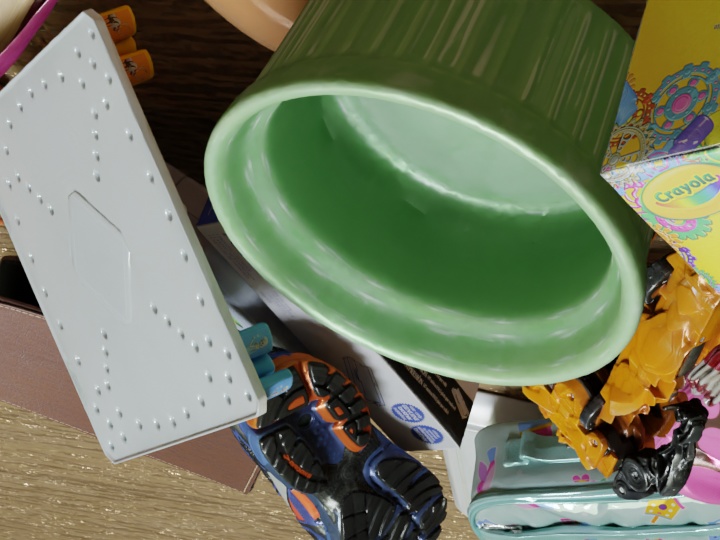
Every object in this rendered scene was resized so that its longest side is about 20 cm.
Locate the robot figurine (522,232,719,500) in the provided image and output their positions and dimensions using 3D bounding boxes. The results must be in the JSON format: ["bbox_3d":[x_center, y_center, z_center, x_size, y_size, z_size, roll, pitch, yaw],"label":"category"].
[{"bbox_3d":[0.138,0.026,0.927,0.145,0.058,0.201,52,149,26],"label":"robot figurine"}]

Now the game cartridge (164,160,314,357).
[{"bbox_3d":[-0.106,-0.025,1.011,0.200,0.041,0.134,29,162,45],"label":"game cartridge"}]

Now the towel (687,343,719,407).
[{"bbox_3d":[0.225,-0.023,0.772,0.023,0.144,0.200,47,147,5],"label":"towel"}]

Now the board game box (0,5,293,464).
[{"bbox_3d":[-0.121,-0.011,0.924,0.200,0.026,0.201,-24,90,59],"label":"board game box"}]

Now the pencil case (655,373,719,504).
[{"bbox_3d":[0.213,0.062,0.995,0.093,0.091,0.200,-12,156,-17],"label":"pencil case"}]

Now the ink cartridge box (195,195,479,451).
[{"bbox_3d":[0.000,0.000,0.951,0.044,0.094,0.200,-7,140,35],"label":"ink cartridge box"}]

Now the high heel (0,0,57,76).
[{"bbox_3d":[-0.158,-0.140,0.854,0.067,0.097,0.200,26,152,-13],"label":"high heel"}]

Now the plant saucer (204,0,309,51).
[{"bbox_3d":[-0.006,-0.144,0.822,0.199,0.033,0.201,15,151,9],"label":"plant saucer"}]

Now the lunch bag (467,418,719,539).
[{"bbox_3d":[0.168,0.152,1.168,0.199,0.078,0.161,-8,145,23],"label":"lunch bag"}]

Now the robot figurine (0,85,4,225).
[{"bbox_3d":[-0.280,-0.070,1.039,0.116,0.144,0.200,23,158,31],"label":"robot figurine"}]

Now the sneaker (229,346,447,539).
[{"bbox_3d":[-0.016,0.101,0.981,0.078,0.075,0.201,34,159,46],"label":"sneaker"}]

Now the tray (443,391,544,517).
[{"bbox_3d":[0.105,0.142,1.275,0.107,0.022,0.200,11,151,14],"label":"tray"}]

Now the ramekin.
[{"bbox_3d":[0.041,-0.047,0.809,0.199,0.098,0.201,18,149,12],"label":"ramekin"}]

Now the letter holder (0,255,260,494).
[{"bbox_3d":[-0.136,0.040,1.165,0.199,0.101,0.142,21,150,-3],"label":"letter holder"}]

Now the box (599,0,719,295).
[{"bbox_3d":[0.209,-0.093,0.601,0.199,0.194,0.122,-10,141,44],"label":"box"}]
